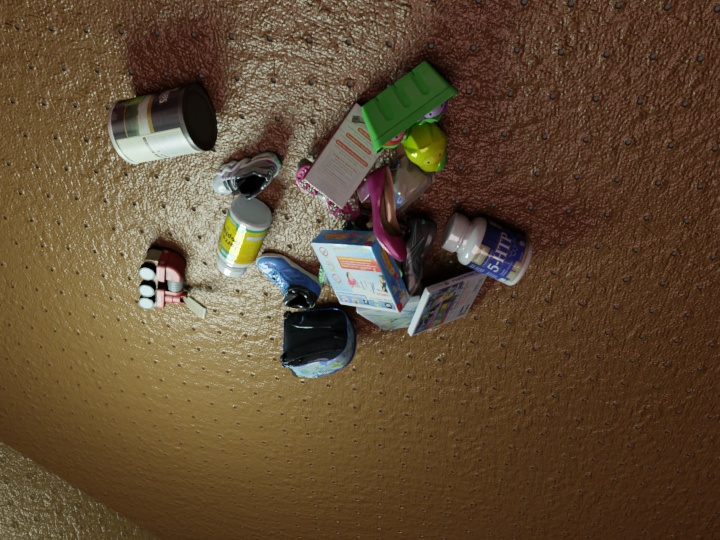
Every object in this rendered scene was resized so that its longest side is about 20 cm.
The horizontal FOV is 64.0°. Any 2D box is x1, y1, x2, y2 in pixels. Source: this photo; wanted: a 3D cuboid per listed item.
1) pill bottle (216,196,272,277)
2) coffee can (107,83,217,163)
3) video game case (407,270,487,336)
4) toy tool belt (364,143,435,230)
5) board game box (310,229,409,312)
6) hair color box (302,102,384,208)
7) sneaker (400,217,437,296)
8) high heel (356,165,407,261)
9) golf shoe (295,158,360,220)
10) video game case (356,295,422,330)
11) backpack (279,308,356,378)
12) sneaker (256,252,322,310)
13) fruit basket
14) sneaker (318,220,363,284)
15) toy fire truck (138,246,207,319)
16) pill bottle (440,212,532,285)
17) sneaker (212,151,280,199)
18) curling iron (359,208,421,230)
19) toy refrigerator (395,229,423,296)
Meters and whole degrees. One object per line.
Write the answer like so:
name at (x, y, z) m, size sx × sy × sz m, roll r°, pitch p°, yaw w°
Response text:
pill bottle at (-0.310, -0.082, 1.501) m, size 0.111 × 0.114 × 0.201 m, roll 26°, pitch 128°, yaw -7°
coffee can at (-0.450, -0.333, 1.323) m, size 0.196 × 0.148 × 0.148 m, roll -6°, pitch 125°, yaw 17°
video game case at (0.220, 0.081, 1.468) m, size 0.179 × 0.023 × 0.202 m, roll -17°, pitch 148°, yaw -22°
toy tool belt at (0.068, -0.198, 1.343) m, size 0.199 × 0.124 × 0.124 m, roll -41°, pitch 79°, yaw 30°
board game box at (0.000, 0.000, 1.392) m, size 0.197 × 0.056 × 0.198 m, roll 6°, pitch 132°, yaw 41°
hair color box at (-0.029, -0.254, 1.282) m, size 0.110 × 0.064 × 0.201 m, roll 35°, pitch 96°, yaw -15°
sneaker at (0.120, -0.034, 1.405) m, size 0.078 × 0.075 × 0.204 m, roll 14°, pitch 101°, yaw -16°
high heel at (0.066, -0.123, 1.257) m, size 0.096 × 0.067 × 0.202 m, roll -32°, pitch 88°, yaw 42°
golf shoe at (-0.076, -0.200, 1.387) m, size 0.075 × 0.092 × 0.199 m, roll -41°, pitch 124°, yaw 14°
video game case at (0.110, 0.116, 1.542) m, size 0.179 × 0.022 × 0.200 m, roll -11°, pitch 157°, yaw 22°
backpack at (-0.109, 0.204, 1.634) m, size 0.196 × 0.186 × 0.147 m, roll -11°, pitch 147°, yaw 16°
sneaker at (-0.202, 0.035, 1.565) m, size 0.198 × 0.112 × 0.077 m, roll 30°, pitch 128°, yaw -10°
fruit basket at (0.118, -0.293, 1.200) m, size 0.210 × 0.156 × 0.221 m, roll 0°, pitch 97°, yaw 0°
sneaker at (-0.049, -0.031, 1.502) m, size 0.084 × 0.079 × 0.201 m, roll 28°, pitch 127°, yaw -10°
toy fire truck at (-0.529, 0.047, 1.654) m, size 0.196 × 0.130 × 0.178 m, roll 11°, pitch 129°, yaw -11°
pill bottle at (0.297, -0.057, 1.377) m, size 0.197 × 0.121 × 0.121 m, roll 23°, pitch 128°, yaw -5°
sneaker at (-0.293, -0.209, 1.383) m, size 0.197 × 0.141 × 0.078 m, roll -19°, pitch 121°, yaw 24°
curling iron at (0.063, -0.136, 1.434) m, size 0.196 × 0.026 × 0.051 m, roll 13°, pitch 109°, yaw 8°
toy refrigerator at (0.103, 0.002, 1.497) m, size 0.074 × 0.071 × 0.203 m, roll -8°, pitch 125°, yaw 18°
